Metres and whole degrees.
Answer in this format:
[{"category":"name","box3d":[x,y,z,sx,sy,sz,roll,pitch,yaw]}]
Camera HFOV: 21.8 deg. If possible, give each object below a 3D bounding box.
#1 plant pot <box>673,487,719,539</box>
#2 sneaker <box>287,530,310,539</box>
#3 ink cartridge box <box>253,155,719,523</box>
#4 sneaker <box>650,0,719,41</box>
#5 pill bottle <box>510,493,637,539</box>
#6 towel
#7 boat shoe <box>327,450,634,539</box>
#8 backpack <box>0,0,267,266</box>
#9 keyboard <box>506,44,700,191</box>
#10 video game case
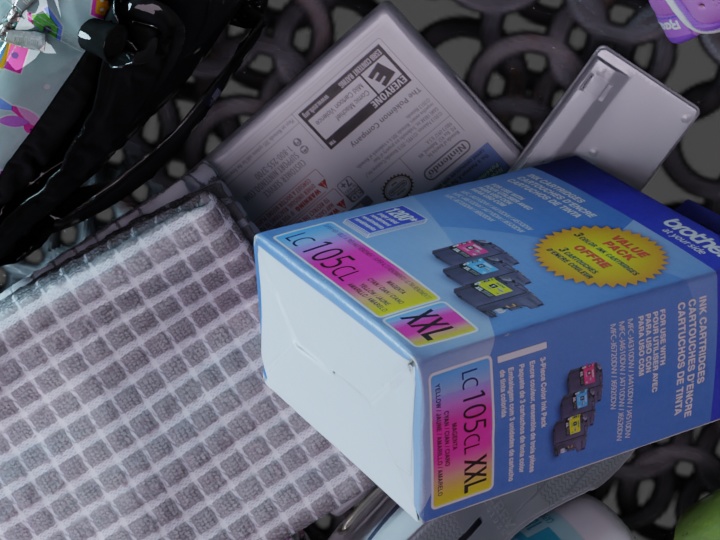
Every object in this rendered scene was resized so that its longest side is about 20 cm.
[{"category":"plant pot","box3d":[0.255,0.134,0.865,0.190,0.200,0.200,-27,108,29]},{"category":"sneaker","box3d":[-0.027,0.158,0.957,0.114,0.073,0.201,-5,118,-1]},{"category":"ink cartridge box","box3d":[0.073,0.018,0.788,0.200,0.136,0.077,-13,119,-27]},{"category":"sneaker","box3d":[0.106,-0.149,0.801,0.200,0.073,0.115,-1,115,6]},{"category":"pill bottle","box3d":[0.048,0.196,0.898,0.200,0.111,0.111,-25,110,-14]},{"category":"towel","box3d":[-0.103,0.069,0.847,0.200,0.086,0.166,-32,96,-2]},{"category":"boat shoe","box3d":[0.059,0.086,0.886,0.200,0.067,0.074,-36,122,-24]},{"category":"backpack","box3d":[-0.144,-0.093,0.824,0.127,0.167,0.200,47,114,8]},{"category":"keyboard","box3d":[0.078,-0.011,0.881,0.056,0.011,0.200,30,112,-13]},{"category":"video game case","box3d":[0.000,0.000,0.908,0.200,0.022,0.182,-39,104,18]}]
